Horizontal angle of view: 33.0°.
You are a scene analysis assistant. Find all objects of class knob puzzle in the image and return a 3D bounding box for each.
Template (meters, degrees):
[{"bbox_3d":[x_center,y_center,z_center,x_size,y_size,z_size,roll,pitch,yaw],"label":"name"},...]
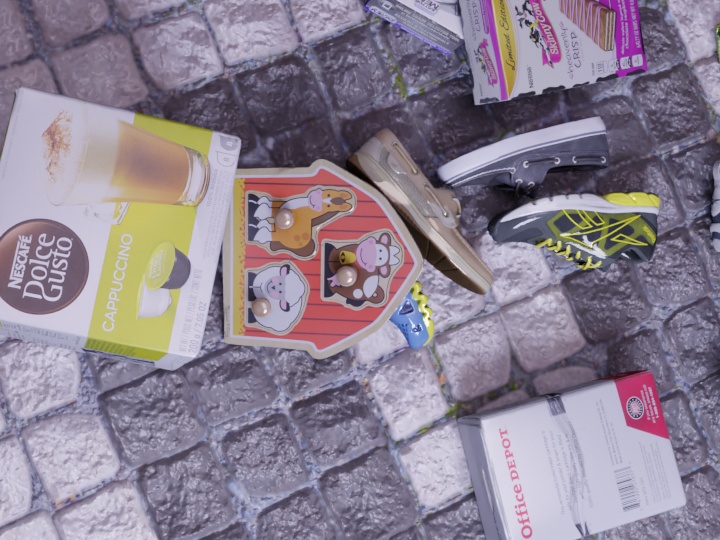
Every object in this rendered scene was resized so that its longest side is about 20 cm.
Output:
[{"bbox_3d":[-0.039,-0.009,1.186,0.219,0.030,0.220,1,98,8],"label":"knob puzzle"}]

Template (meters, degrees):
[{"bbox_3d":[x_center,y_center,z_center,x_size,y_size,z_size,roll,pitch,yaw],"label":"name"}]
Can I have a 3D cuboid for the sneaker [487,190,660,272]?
[{"bbox_3d":[0.233,-0.038,1.291,0.200,0.074,0.085,-6,86,-15],"label":"sneaker"}]

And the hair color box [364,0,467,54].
[{"bbox_3d":[0.096,-0.346,1.297,0.109,0.065,0.200,27,77,-10],"label":"hair color box"}]

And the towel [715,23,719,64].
[{"bbox_3d":[0.512,-0.235,1.410,0.200,0.023,0.144,-11,88,-15],"label":"towel"}]

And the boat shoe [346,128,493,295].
[{"bbox_3d":[0.074,-0.061,1.257,0.065,0.072,0.200,-44,90,-12],"label":"boat shoe"}]

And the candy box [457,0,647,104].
[{"bbox_3d":[0.203,-0.258,1.279,0.200,0.061,0.137,-16,100,-29],"label":"candy box"}]

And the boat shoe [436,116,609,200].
[{"bbox_3d":[0.179,-0.109,1.293,0.200,0.070,0.066,-16,87,-23],"label":"boat shoe"}]

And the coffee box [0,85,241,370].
[{"bbox_3d":[-0.235,-0.029,1.107,0.198,0.200,0.200,12,81,-12],"label":"coffee box"}]

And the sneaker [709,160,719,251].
[{"bbox_3d":[0.479,-0.099,1.357,0.199,0.079,0.130,-11,95,-5],"label":"sneaker"}]

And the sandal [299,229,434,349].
[{"bbox_3d":[0.000,0.000,1.233,0.087,0.079,0.200,-36,87,-7],"label":"sandal"}]

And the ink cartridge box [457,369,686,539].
[{"bbox_3d":[0.215,0.197,1.256,0.200,0.083,0.145,-13,88,-15],"label":"ink cartridge box"}]
